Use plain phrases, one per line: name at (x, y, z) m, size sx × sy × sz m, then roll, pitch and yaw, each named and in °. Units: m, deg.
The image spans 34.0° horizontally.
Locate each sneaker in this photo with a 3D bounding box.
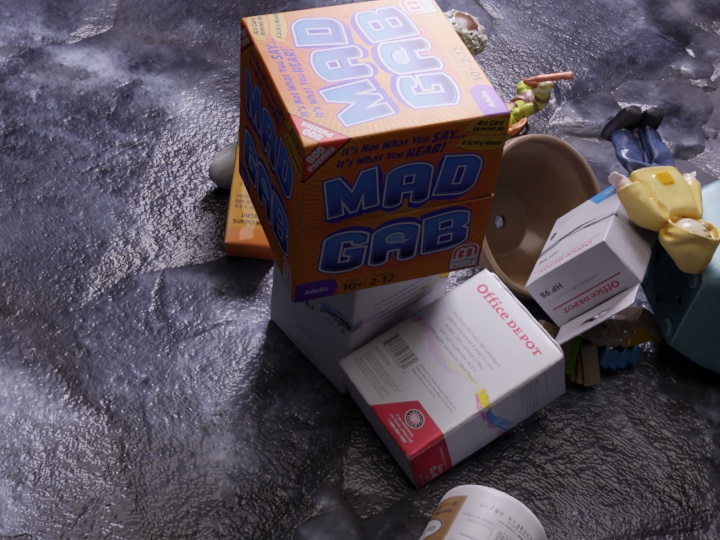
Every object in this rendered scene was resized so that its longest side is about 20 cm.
sneaker at (-0.094, -0.120, 1.511) m, size 0.200 × 0.076 × 0.081 m, roll -3°, pitch 57°, yaw -9°

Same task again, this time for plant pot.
plant pot at (0.196, -0.064, 1.449) m, size 0.201 × 0.201 × 0.093 m, roll -29°, pitch 14°, yaw -31°
plant pot at (0.443, 0.005, 1.366) m, size 0.200 × 0.197 × 0.196 m, roll 0°, pitch 47°, yaw -13°

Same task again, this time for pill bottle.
pill bottle at (0.087, 0.308, 1.096) m, size 0.114 × 0.114 × 0.200 m, roll 24°, pitch 48°, yaw 15°

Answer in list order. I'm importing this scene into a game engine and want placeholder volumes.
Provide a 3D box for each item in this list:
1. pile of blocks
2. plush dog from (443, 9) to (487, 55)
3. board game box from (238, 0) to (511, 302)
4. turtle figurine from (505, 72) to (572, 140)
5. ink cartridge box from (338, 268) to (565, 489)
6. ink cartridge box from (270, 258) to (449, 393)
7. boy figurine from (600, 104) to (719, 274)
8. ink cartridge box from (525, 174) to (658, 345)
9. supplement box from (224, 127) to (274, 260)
pile of blocks at (0.265, 0.088, 1.379) m, size 0.200 × 0.082 × 0.062 m, roll -6°, pitch 4°, yaw -26°
plush dog at (0.086, -0.244, 1.623) m, size 0.200 × 0.161 × 0.172 m, roll -13°, pitch 69°, yaw -25°
board game box at (0.003, -0.122, 1.156) m, size 0.200 × 0.200 × 0.200 m, roll -11°, pitch 48°, yaw -17°
turtle figurine at (0.192, -0.200, 1.499) m, size 0.064 × 0.200 × 0.161 m, roll 56°, pitch 23°, yaw -8°
ink cartridge box at (0.100, 0.115, 1.267) m, size 0.200 × 0.086 × 0.148 m, roll -30°, pitch 55°, yaw -11°
ink cartridge box at (0.000, 0.000, 1.316) m, size 0.147 × 0.200 × 0.145 m, roll -27°, pitch 56°, yaw -30°
boy figurine at (0.329, -0.088, 1.295) m, size 0.124 × 0.064 × 0.200 m, roll 3°, pitch 53°, yaw -27°
ink cartridge box at (0.259, -0.013, 1.315) m, size 0.067 × 0.116 × 0.200 m, roll 48°, pitch 37°, yaw -10°
supplement box at (-0.124, -0.118, 1.445) m, size 0.066 × 0.069 × 0.200 m, roll 5°, pitch 74°, yaw -1°
